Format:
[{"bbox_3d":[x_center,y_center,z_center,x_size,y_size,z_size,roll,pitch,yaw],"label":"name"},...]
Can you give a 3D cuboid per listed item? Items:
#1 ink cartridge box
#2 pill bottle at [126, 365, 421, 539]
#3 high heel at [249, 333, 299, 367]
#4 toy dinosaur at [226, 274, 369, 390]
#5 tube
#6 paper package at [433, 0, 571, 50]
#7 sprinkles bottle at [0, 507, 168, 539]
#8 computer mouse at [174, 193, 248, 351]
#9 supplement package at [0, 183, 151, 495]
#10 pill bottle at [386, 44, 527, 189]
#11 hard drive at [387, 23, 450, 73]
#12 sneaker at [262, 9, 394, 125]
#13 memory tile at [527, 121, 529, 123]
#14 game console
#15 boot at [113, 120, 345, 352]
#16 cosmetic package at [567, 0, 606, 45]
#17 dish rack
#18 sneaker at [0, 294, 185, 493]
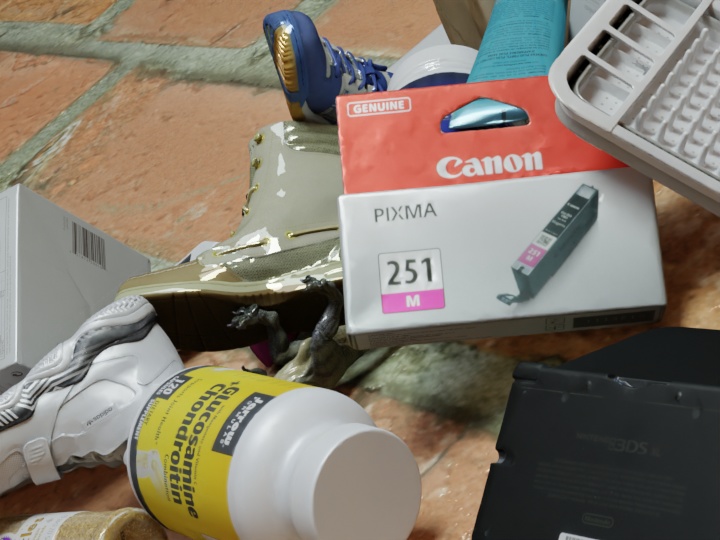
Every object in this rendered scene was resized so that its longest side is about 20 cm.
[{"bbox_3d":[0.084,-0.046,1.228,0.198,0.044,0.175,-5,73,2],"label":"ink cartridge box"},{"bbox_3d":[-0.053,0.123,1.204,0.112,0.112,0.199,-45,27,-24],"label":"pill bottle"},{"bbox_3d":[0.000,0.000,1.461,0.198,0.097,0.067,-20,-15,-2],"label":"high heel"},{"bbox_3d":[-0.034,0.051,1.337,0.199,0.088,0.047,-34,23,-1],"label":"toy dinosaur"},{"bbox_3d":[0.112,-0.153,1.359,0.077,0.051,0.201,-11,30,19],"label":"tube"},{"bbox_3d":[0.153,-0.256,1.513,0.199,0.192,0.103,-30,19,-14],"label":"paper package"},{"bbox_3d":[-0.216,0.197,1.321,0.199,0.068,0.068,-9,34,41],"label":"sprinkles bottle"},{"bbox_3d":[-0.110,0.011,1.522,0.200,0.110,0.044,-40,62,12],"label":"computer mouse"},{"bbox_3d":[-0.277,0.062,1.462,0.199,0.151,0.152,-24,55,27],"label":"supplement package"},{"bbox_3d":[0.064,-0.070,1.367,0.115,0.116,0.201,-25,30,17],"label":"pill bottle"},{"bbox_3d":[0.050,-0.147,1.620,0.200,0.026,0.132,-40,26,-15],"label":"hard drive"},{"bbox_3d":[-0.015,-0.142,1.461,0.087,0.200,0.076,-17,66,3],"label":"sneaker"},{"bbox_3d":[0.079,-0.122,1.592,0.199,0.017,0.154,-27,26,15],"label":"memory tile"},{"bbox_3d":[0.181,0.103,1.074,0.199,0.116,0.177,3,73,52],"label":"game console"},{"bbox_3d":[-0.079,-0.028,1.403,0.198,0.072,0.156,-8,54,4],"label":"boot"},{"bbox_3d":[0.205,-0.211,1.363,0.101,0.202,0.074,-1,22,-14],"label":"cosmetic package"},{"bbox_3d":[0.224,-0.096,1.219,0.199,0.044,0.172,30,46,12],"label":"dish rack"},{"bbox_3d":[-0.187,0.119,1.308,0.200,0.115,0.075,-43,-13,-9],"label":"sneaker"}]
